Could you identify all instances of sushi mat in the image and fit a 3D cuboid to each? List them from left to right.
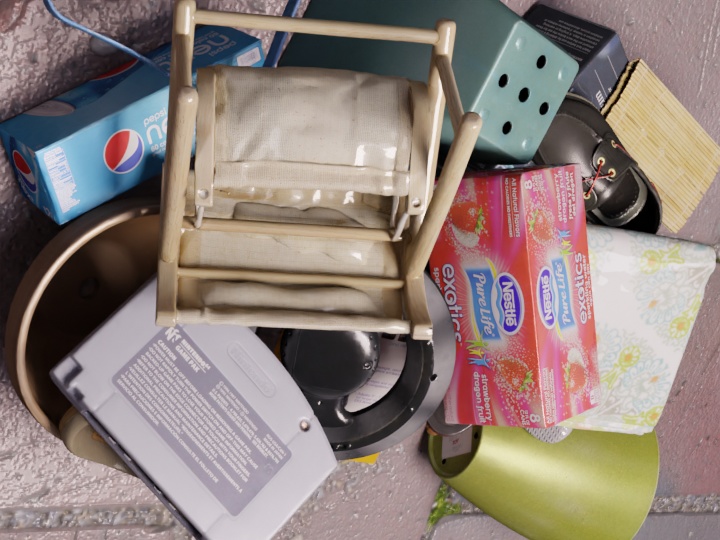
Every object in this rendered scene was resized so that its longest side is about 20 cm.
[{"bbox_3d":[0.284,-0.115,1.321,0.200,0.012,0.096,34,89,-46],"label":"sushi mat"}]

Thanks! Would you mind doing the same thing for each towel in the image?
[{"bbox_3d":[0.221,0.056,1.273,0.170,0.048,0.202,7,112,-22],"label":"towel"}]

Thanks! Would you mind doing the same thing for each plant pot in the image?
[{"bbox_3d":[-0.194,0.029,1.077,0.200,0.092,0.203,-21,125,-33],"label":"plant pot"},{"bbox_3d":[0.066,-0.170,1.122,0.141,0.199,0.142,24,96,-46],"label":"plant pot"},{"bbox_3d":[0.174,0.193,1.444,0.199,0.187,0.189,19,100,-29],"label":"plant pot"}]

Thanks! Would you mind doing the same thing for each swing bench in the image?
[{"bbox_3d":[-0.038,-0.065,0.959,0.197,0.130,0.201,4,130,-10],"label":"swing bench"}]

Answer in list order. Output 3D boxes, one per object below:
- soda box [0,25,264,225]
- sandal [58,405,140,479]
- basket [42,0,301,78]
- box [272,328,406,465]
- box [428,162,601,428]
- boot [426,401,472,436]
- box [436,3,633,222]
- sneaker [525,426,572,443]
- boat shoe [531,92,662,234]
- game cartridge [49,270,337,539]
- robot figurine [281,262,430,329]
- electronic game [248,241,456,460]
[{"bbox_3d":[-0.165,-0.115,1.043,0.199,0.068,0.065,-31,128,-25],"label":"soda box"},{"bbox_3d":[-0.133,0.144,1.053,0.199,0.054,0.081,16,122,-30],"label":"sandal"},{"bbox_3d":[-0.107,-0.231,0.974,0.176,0.139,0.201,29,85,-31],"label":"basket"},{"bbox_3d":[-0.009,0.071,1.159,0.118,0.042,0.201,12,121,-20],"label":"box"},{"bbox_3d":[0.122,0.018,1.108,0.095,0.099,0.202,-13,99,-51],"label":"box"},{"bbox_3d":[0.082,0.102,1.285,0.200,0.068,0.190,112,-7,-58],"label":"boot"},{"bbox_3d":[0.165,-0.120,1.299,0.200,0.107,0.149,-47,135,-10],"label":"box"},{"bbox_3d":[0.185,0.066,1.385,0.113,0.075,0.202,-14,79,-44],"label":"sneaker"},{"bbox_3d":[0.208,-0.090,1.227,0.074,0.063,0.201,-42,135,10],"label":"boat shoe"},{"bbox_3d":[-0.115,0.105,1.018,0.133,0.041,0.200,-44,98,-22],"label":"game cartridge"},{"bbox_3d":[0.001,0.001,1.207,0.125,0.149,0.201,-48,135,-29],"label":"robot figurine"},{"bbox_3d":[-0.024,0.061,1.084,0.198,0.042,0.202,0,115,0],"label":"electronic game"}]
